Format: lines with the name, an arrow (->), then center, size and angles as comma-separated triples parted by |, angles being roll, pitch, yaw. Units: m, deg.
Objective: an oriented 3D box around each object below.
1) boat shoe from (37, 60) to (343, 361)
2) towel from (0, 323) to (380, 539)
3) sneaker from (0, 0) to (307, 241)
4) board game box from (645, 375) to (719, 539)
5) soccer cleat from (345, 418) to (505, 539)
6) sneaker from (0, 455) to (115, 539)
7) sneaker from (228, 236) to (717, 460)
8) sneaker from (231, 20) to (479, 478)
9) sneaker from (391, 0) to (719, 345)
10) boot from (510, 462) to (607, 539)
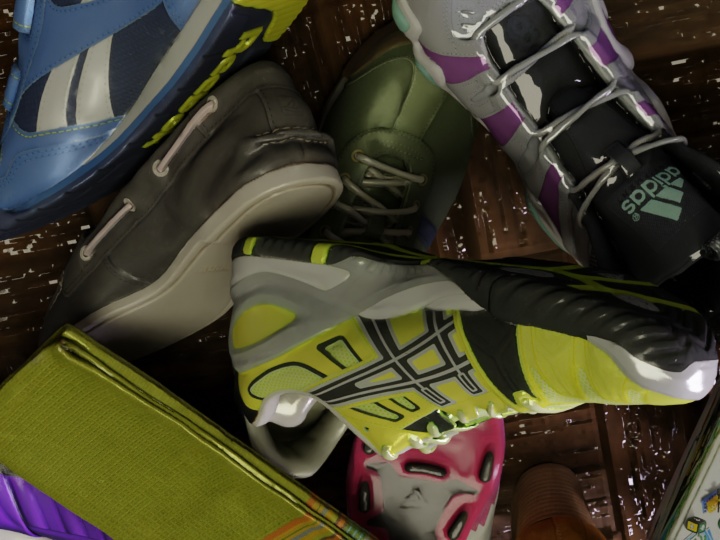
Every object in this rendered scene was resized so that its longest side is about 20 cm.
boat shoe -> -0.076, -0.016, 0.804 | 0.067, 0.057, 0.200 | -1, 156, -40
towel -> -0.068, 0.104, 0.818 | 0.200, 0.018, 0.086 | 38, 124, -17
sneaker -> -0.101, -0.085, 0.768 | 0.200, 0.074, 0.082 | -42, 84, 30
board game box -> 0.150, 0.067, 0.760 | 0.035, 0.126, 0.200 | 23, 124, 7
soccer cleat -> 0.027, 0.126, 0.895 | 0.070, 0.086, 0.200 | 4, 96, 1
sneaker -> -0.139, 0.078, 0.860 | 0.200, 0.070, 0.100 | 25, 119, -24
sneaker -> 0.038, 0.032, 0.709 | 0.200, 0.075, 0.076 | 8, 94, 37
sneaker -> 0.000, 0.000, 0.804 | 0.067, 0.090, 0.200 | 19, 118, -14
sneaker -> 0.095, -0.048, 0.731 | 0.078, 0.140, 0.200 | -40, 128, 3
boot -> 0.092, 0.203, 0.890 | 0.071, 0.144, 0.201 | -4, 120, 2
